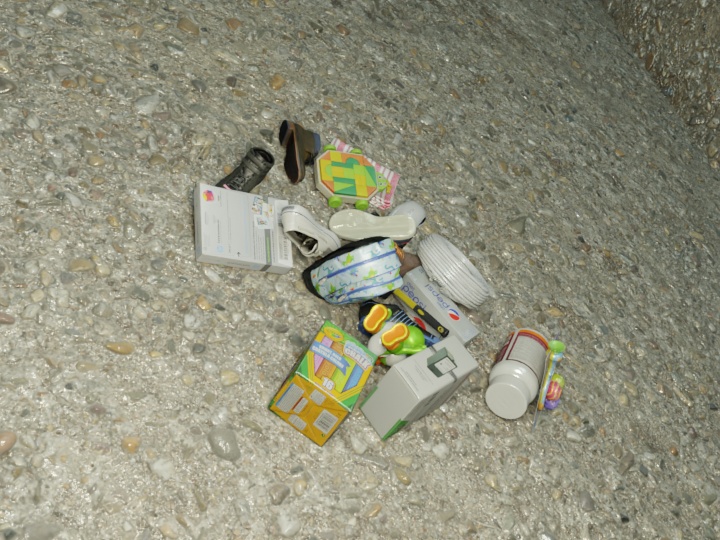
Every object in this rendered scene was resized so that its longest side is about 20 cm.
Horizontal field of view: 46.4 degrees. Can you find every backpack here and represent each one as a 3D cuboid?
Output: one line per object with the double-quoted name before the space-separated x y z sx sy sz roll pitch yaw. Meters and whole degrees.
"backpack" 0.000 0.000 1.687 0.161 0.200 0.156 -12 70 -36

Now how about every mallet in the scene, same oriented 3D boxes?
"mallet" 0.117 0.065 1.779 0.198 0.067 0.041 33 1 26

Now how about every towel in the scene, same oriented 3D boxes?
"towel" 0.001 -0.241 2.063 0.198 0.030 0.148 30 39 -10

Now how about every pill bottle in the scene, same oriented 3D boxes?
"pill bottle" 0.338 0.221 1.807 0.109 0.110 0.200 38 40 1

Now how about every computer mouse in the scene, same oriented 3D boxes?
"computer mouse" 0.103 -0.126 2.017 0.109 0.044 0.200 43 39 7

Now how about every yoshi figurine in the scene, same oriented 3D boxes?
"yoshi figurine" 0.074 0.127 1.630 0.109 0.201 0.115 0 67 11

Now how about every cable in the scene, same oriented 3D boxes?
"cable" 0.209 -0.002 1.904 0.199 0.069 0.201 33 19 -41

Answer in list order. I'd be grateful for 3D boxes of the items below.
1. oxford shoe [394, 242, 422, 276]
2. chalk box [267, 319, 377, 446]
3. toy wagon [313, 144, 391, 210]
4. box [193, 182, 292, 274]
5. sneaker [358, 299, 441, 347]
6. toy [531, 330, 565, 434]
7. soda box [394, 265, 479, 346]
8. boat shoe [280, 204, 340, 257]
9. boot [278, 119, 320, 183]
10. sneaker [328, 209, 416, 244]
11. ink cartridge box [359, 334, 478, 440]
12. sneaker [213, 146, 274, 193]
"oxford shoe" 0.074 -0.025 1.873 0.197 0.073 0.072 3 49 -36
"chalk box" -0.059 0.188 1.527 0.123 0.125 0.201 34 38 -3
"toy wagon" -0.013 -0.219 1.984 0.196 0.040 0.158 5 61 -22
"box" -0.235 -0.082 1.691 0.197 0.041 0.159 9 62 -32
"sneaker" 0.088 0.116 1.750 0.197 0.070 0.079 24 45 -16
"toy" 0.405 0.240 1.772 0.046 0.203 0.115 13 33 21
"soda box" 0.162 0.091 1.832 0.201 0.068 0.063 50 38 13
"boat shoe" -0.101 -0.062 1.737 0.200 0.071 0.067 49 37 -55
"boot" -0.127 -0.274 1.961 0.095 0.075 0.202 10 45 -26
"sneaker" 0.026 -0.087 1.900 0.195 0.085 0.076 7 71 3
"ink cartridge box" 0.113 0.222 1.607 0.198 0.147 0.084 -19 63 -47
"sneaker" -0.251 -0.198 1.773 0.070 0.099 0.200 39 40 0
